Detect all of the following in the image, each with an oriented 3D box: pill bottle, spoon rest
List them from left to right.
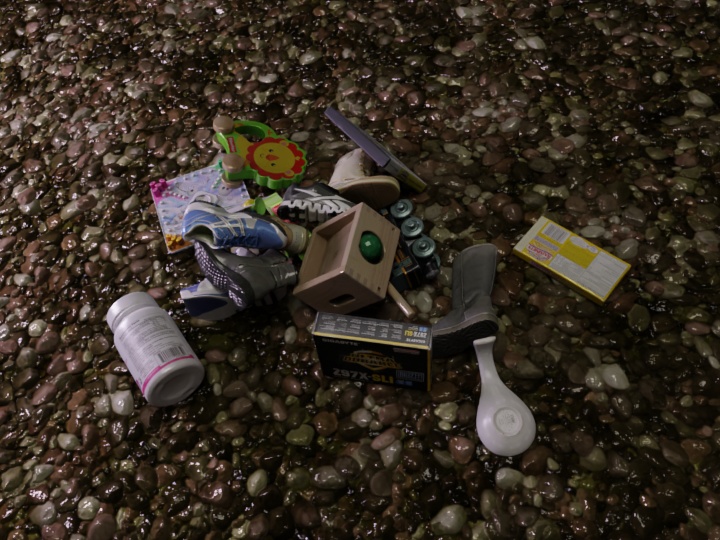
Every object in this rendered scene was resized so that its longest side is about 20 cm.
[{"bbox_3d":[-0.380,0.140,1.289,0.113,0.114,0.200,-33,59,-15],"label":"pill bottle"},{"bbox_3d":[0.238,0.218,1.213,0.099,0.061,0.201,-11,69,0],"label":"spoon rest"}]

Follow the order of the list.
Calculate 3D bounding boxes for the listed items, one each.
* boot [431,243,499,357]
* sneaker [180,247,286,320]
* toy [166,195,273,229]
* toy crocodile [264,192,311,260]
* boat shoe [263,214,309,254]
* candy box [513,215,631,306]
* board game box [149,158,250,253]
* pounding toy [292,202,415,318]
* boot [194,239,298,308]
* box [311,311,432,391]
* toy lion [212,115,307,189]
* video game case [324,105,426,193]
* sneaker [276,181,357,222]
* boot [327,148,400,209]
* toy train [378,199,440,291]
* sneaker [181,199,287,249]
[{"bbox_3d":[0.179,0.052,1.308,0.181,0.073,0.201,-22,43,22],"label":"boot"},{"bbox_3d":[-0.250,0.020,1.383,0.198,0.081,0.116,-13,50,-6],"label":"sneaker"},{"bbox_3d":[-0.273,-0.101,1.401,0.199,0.047,0.115,-14,12,30],"label":"toy"},{"bbox_3d":[-0.145,-0.091,1.447,0.067,0.062,0.200,-26,57,-11],"label":"toy crocodile"},{"bbox_3d":[-0.190,-0.079,1.403,0.199,0.066,0.075,9,87,41],"label":"boat shoe"},{"bbox_3d":[0.407,-0.021,1.363,0.200,0.026,0.102,35,69,25],"label":"candy box"},{"bbox_3d":[-0.344,-0.150,1.530,0.199,0.026,0.201,-21,57,-7],"label":"board game box"},{"bbox_3d":[0.000,0.000,1.302,0.200,0.142,0.185,-23,42,45],"label":"pounding toy"},{"bbox_3d":[-0.215,-0.011,1.328,0.130,0.068,0.200,-26,51,-35],"label":"boot"},{"bbox_3d":[0.025,0.142,1.216,0.199,0.160,0.050,7,58,10],"label":"box"},{"bbox_3d":[-0.218,-0.257,1.554,0.191,0.069,0.201,-7,53,-19],"label":"toy lion"},{"bbox_3d":[0.034,-0.252,1.472,0.026,0.180,0.200,-50,60,11],"label":"video game case"},{"bbox_3d":[-0.060,-0.133,1.384,0.199,0.067,0.091,9,61,0],"label":"sneaker"},{"bbox_3d":[0.009,-0.193,1.458,0.199,0.072,0.155,-8,40,34],"label":"boot"},{"bbox_3d":[0.079,-0.053,1.390,0.113,0.085,0.201,-27,57,0],"label":"toy train"},{"bbox_3d":[-0.234,-0.066,1.299,0.199,0.076,0.077,11,47,2],"label":"sneaker"}]
